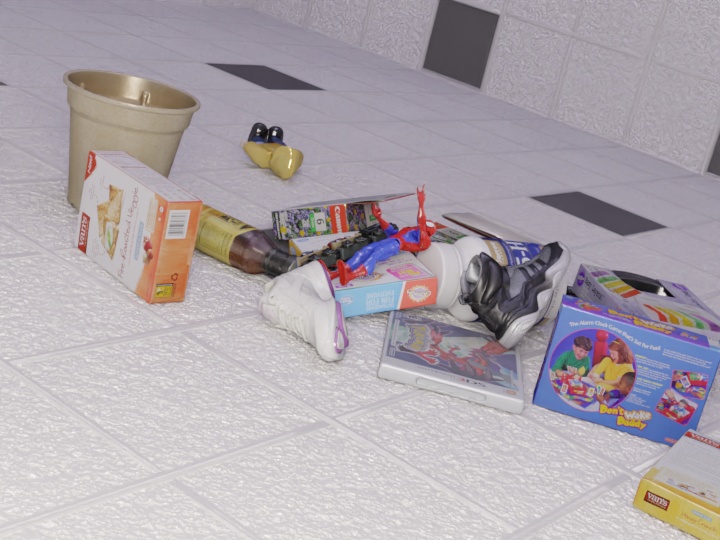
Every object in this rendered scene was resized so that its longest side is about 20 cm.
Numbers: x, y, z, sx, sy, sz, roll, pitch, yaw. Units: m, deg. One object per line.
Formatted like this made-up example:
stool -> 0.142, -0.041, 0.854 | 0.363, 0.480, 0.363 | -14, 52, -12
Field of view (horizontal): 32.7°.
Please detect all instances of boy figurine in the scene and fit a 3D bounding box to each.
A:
boy figurine -> -0.161, -0.220, 2.268 | 0.123, 0.065, 0.200 | 11, 15, -19

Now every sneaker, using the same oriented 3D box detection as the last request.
sneaker -> 0.204, 0.005, 1.639 | 0.113, 0.076, 0.200 | 37, 50, 0
sneaker -> -0.071, 0.060, 1.517 | 0.098, 0.076, 0.200 | -14, 27, -7

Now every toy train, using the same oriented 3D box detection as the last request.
toy train -> -0.022, -0.030, 1.681 | 0.045, 0.035, 0.199 | 14, 26, 38

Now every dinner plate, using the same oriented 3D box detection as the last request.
dinner plate -> 0.220, -0.054, 1.900 | 0.198, 0.024, 0.200 | 25, 1, 0

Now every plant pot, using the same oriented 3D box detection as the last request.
plant pot -> -0.348, -0.176, 1.786 | 0.198, 0.186, 0.201 | 13, 18, -4

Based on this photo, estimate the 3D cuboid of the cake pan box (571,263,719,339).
cake pan box -> 0.418, 0.060, 1.753 | 0.182, 0.053, 0.200 | 13, 19, -15

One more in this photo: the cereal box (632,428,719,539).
cereal box -> 0.397, 0.243, 1.345 | 0.143, 0.040, 0.199 | 24, 19, 25

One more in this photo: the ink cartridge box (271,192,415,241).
ink cartridge box -> -0.024, -0.081, 1.856 | 0.198, 0.051, 0.109 | -3, 7, 30

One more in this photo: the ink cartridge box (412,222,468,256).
ink cartridge box -> 0.116, -0.038, 1.929 | 0.199, 0.051, 0.109 | 25, 20, 27

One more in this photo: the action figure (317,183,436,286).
action figure -> 0.029, -0.054, 1.645 | 0.199, 0.100, 0.065 | -21, 17, -40

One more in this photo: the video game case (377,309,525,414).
video game case -> 0.116, 0.111, 1.550 | 0.180, 0.023, 0.200 | 15, 18, 1

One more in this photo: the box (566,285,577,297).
box -> 0.392, 0.090, 1.795 | 0.198, 0.048, 0.193 | 13, 20, -7

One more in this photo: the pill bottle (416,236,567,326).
pill bottle -> 0.181, 0.014, 1.736 | 0.198, 0.121, 0.120 | 5, 20, -27

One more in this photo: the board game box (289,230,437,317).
board game box -> 0.000, 0.000, 1.707 | 0.151, 0.041, 0.200 | -7, 24, -18

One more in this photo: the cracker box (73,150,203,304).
cracker box -> -0.287, -0.059, 1.564 | 0.057, 0.135, 0.199 | -3, 24, -42

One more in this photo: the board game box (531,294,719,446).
board game box -> 0.323, 0.124, 1.491 | 0.198, 0.136, 0.045 | 17, 18, 6

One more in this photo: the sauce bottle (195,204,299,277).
sauce bottle -> -0.165, -0.034, 1.702 | 0.199, 0.067, 0.066 | 25, 20, 26
